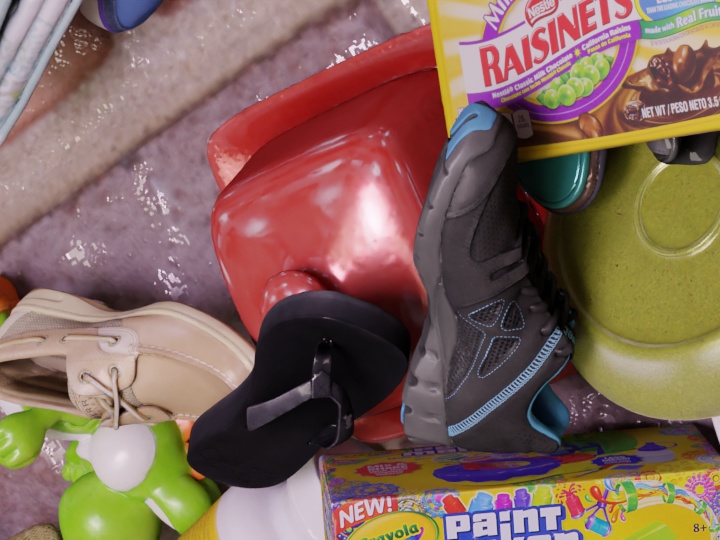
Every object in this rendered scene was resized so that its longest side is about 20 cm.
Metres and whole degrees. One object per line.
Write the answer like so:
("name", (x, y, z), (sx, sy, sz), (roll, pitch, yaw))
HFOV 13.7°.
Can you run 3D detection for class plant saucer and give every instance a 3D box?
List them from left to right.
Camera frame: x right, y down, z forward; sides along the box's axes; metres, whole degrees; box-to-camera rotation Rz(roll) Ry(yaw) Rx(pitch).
("plant saucer", (0.162, -0.028, 1.444), (0.199, 0.031, 0.201), (-17, 62, 35))

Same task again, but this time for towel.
("towel", (-0.184, -0.184, 1.596), (0.200, 0.048, 0.172), (-56, 32, 34))

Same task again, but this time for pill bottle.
("pill bottle", (-0.058, 0.184, 1.683), (0.112, 0.112, 0.200), (48, 118, 6))

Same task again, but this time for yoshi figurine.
("yoshi figurine", (-0.175, 0.098, 1.739), (0.200, 0.112, 0.112), (42, 141, 8))

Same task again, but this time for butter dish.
("butter dish", (0.000, 0.000, 1.557), (0.199, 0.148, 0.201), (-23, 96, 35))

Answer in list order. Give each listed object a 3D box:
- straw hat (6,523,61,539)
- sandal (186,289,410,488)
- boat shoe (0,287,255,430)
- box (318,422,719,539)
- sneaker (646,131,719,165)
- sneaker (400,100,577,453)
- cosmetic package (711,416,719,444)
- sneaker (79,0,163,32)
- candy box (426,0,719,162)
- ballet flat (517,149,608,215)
("straw hat", (-0.192, 0.196, 1.764), (0.085, 0.201, 0.201), (-42, 84, 6))
("sandal", (-0.030, 0.070, 1.511), (0.076, 0.043, 0.200), (16, 147, -13))
("boat shoe", (-0.128, 0.058, 1.622), (0.199, 0.065, 0.072), (11, 136, 40))
("box", (0.086, 0.189, 1.521), (0.199, 0.122, 0.194), (-5, 98, -2))
("sneaker", (0.202, -0.113, 1.382), (0.200, 0.080, 0.087), (-37, 56, 39))
("sneaker", (0.068, 0.005, 1.436), (0.081, 0.073, 0.201), (12, 133, 12))
("cosmetic package", (0.241, 0.078, 1.478), (0.107, 0.085, 0.201), (-12, 103, 38))
("sneaker", (-0.055, -0.175, 1.560), (0.146, 0.080, 0.201), (39, 119, 17))
("candy box", (0.114, -0.108, 1.393), (0.199, 0.026, 0.103), (-8, 89, 44))
("ballet flat", (0.081, -0.118, 1.490), (0.073, 0.073, 0.201), (-41, 68, 36))
